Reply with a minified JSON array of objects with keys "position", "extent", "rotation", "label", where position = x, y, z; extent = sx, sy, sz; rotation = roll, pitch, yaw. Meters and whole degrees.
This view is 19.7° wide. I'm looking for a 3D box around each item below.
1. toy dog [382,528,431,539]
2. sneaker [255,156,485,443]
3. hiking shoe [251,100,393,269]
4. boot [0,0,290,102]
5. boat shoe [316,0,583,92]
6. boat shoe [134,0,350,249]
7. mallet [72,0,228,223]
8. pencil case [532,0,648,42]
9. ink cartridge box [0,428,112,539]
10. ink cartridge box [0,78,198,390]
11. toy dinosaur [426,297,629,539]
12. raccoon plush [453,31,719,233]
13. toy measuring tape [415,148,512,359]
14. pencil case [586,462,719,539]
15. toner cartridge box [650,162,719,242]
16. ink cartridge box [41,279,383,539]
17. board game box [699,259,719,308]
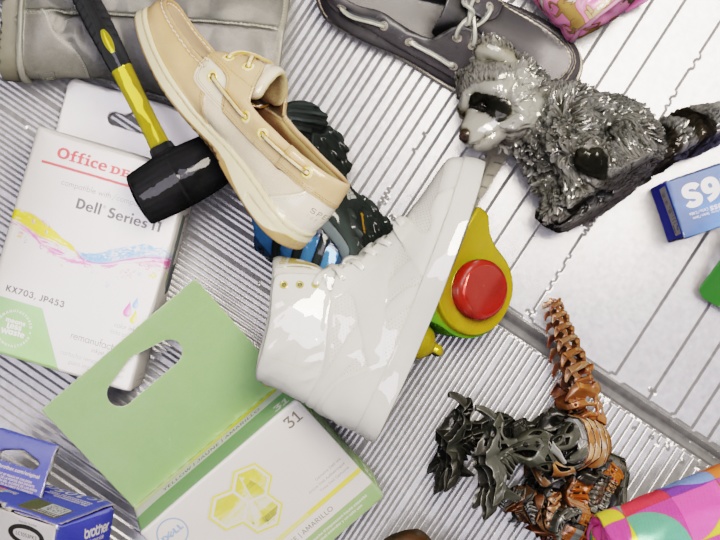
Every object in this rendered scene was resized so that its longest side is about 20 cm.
[{"position":[0.003,0.266,1.396],"extent":[0.139,0.194,0.200],"rotation":[38,57,16],"label":"toy dog"},{"position":[0.000,0.000,1.376],"extent":[0.115,0.074,0.201],"rotation":[24,89,4],"label":"sneaker"},{"position":[-0.028,-0.019,1.459],"extent":[0.086,0.074,0.201],"rotation":[-21,97,32],"label":"hiking shoe"},{"position":[-0.147,-0.202,1.455],"extent":[0.198,0.073,0.183],"rotation":[4,96,6],"label":"boot"},{"position":[0.062,-0.169,1.450],"extent":[0.199,0.063,0.073],"rotation":[20,87,1],"label":"boat shoe"},{"position":[-0.075,-0.110,1.381],"extent":[0.069,0.074,0.201],"rotation":[-40,76,16],"label":"boat shoe"},{"position":[-0.150,-0.135,1.408],"extent":[0.065,0.041,0.201],"rotation":[-20,84,-3],"label":"mallet"},{"position":[0.120,-0.253,1.439],"extent":[0.086,0.083,0.200],"rotation":[-37,88,-12],"label":"pencil case"},{"position":[-0.250,0.214,1.412],"extent":[0.136,0.076,0.202],"rotation":[13,101,24],"label":"ink cartridge box"},{"position":[-0.185,-0.028,1.455],"extent":[0.116,0.067,0.201],"rotation":[15,90,1],"label":"ink cartridge box"},{"position":[0.127,0.127,1.444],"extent":[0.135,0.102,0.202],"rotation":[-1,75,-22],"label":"toy dinosaur"},{"position":[0.152,-0.111,1.434],"extent":[0.134,0.199,0.097],"rotation":[57,135,15],"label":"raccoon plush"},{"position":[0.090,-0.018,1.454],"extent":[0.073,0.074,0.201],"rotation":[31,74,2],"label":"toy measuring tape"},{"position":[0.250,0.175,1.413],"extent":[0.199,0.088,0.089],"rotation":[-22,89,-11],"label":"pencil case"},{"position":[0.305,-0.070,1.426],"extent":[0.199,0.095,0.043],"rotation":[-18,90,2],"label":"toner cartridge box"},{"position":[-0.100,0.127,1.427],"extent":[0.145,0.048,0.200],"rotation":[-40,114,2],"label":"ink cartridge box"},{"position":[0.339,0.030,1.425],"extent":[0.199,0.096,0.030],"rotation":[26,50,-2],"label":"board game box"}]
